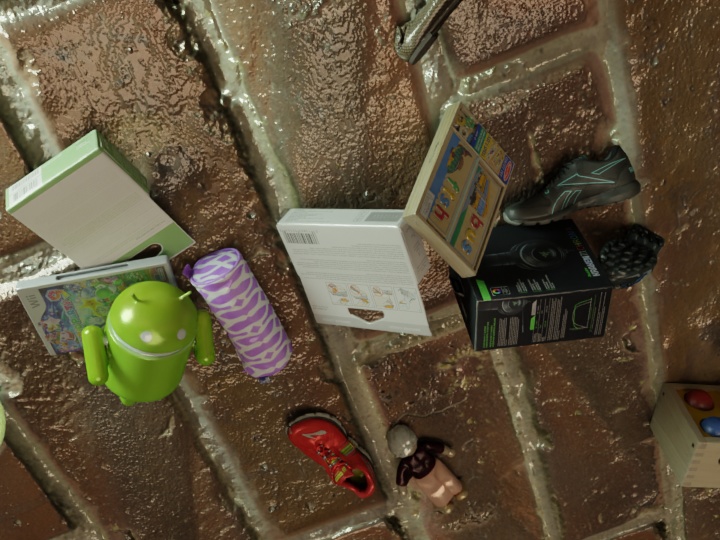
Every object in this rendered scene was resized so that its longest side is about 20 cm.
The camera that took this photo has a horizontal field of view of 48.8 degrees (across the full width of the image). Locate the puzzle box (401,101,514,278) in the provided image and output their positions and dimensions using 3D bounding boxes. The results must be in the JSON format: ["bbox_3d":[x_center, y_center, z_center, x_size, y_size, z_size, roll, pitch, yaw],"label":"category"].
[{"bbox_3d":[0.134,-0.107,1.049,0.025,0.200,0.133,-12,136,46],"label":"puzzle box"}]

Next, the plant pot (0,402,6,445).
[{"bbox_3d":[-0.614,0.267,1.104,0.200,0.201,0.184,16,127,-20],"label":"plant pot"}]

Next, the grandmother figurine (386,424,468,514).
[{"bbox_3d":[0.107,0.341,1.374,0.121,0.061,0.200,-45,120,-17],"label":"grandmother figurine"}]

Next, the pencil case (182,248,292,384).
[{"bbox_3d":[-0.169,0.063,1.135,0.085,0.084,0.200,-9,123,21],"label":"pencil case"}]

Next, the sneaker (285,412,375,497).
[{"bbox_3d":[-0.039,0.305,1.300,0.077,0.085,0.200,-42,120,12],"label":"sneaker"}]

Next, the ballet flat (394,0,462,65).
[{"bbox_3d":[0.107,-0.344,0.971,0.046,0.067,0.200,40,111,5],"label":"ballet flat"}]

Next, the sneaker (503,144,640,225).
[{"bbox_3d":[0.298,-0.119,1.145,0.199,0.075,0.079,-18,100,-1],"label":"sneaker"}]

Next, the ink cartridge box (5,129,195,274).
[{"bbox_3d":[-0.334,-0.070,1.038,0.145,0.048,0.200,-32,137,8],"label":"ink cartridge box"}]

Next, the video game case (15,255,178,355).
[{"bbox_3d":[-0.351,0.051,1.101,0.199,0.018,0.143,-10,137,-6],"label":"video game case"}]

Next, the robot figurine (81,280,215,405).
[{"bbox_3d":[-0.285,0.096,1.068,0.175,0.116,0.200,-5,139,-33],"label":"robot figurine"}]

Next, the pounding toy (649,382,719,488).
[{"bbox_3d":[0.638,0.262,1.383,0.199,0.184,0.143,3,120,-4],"label":"pounding toy"}]

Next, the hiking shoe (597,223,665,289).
[{"bbox_3d":[0.392,-0.001,1.168,0.200,0.074,0.087,-22,138,-50],"label":"hiking shoe"}]

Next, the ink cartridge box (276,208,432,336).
[{"bbox_3d":[0.000,0.000,1.085,0.200,0.045,0.177,4,129,33],"label":"ink cartridge box"}]

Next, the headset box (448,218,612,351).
[{"bbox_3d":[0.226,0.017,1.128,0.199,0.174,0.093,-6,126,-3],"label":"headset box"}]
